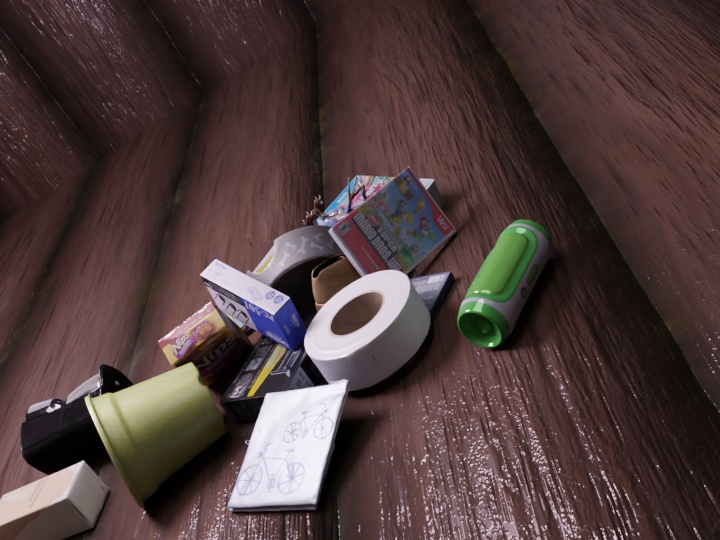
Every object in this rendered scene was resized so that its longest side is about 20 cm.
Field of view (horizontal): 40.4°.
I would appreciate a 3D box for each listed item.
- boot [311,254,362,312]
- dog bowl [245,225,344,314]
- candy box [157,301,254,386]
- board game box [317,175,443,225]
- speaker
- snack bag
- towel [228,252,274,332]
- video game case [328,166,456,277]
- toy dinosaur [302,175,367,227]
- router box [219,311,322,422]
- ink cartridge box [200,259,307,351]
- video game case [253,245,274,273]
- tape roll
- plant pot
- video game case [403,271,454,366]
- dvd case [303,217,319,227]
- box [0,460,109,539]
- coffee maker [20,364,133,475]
[{"bbox_3d":[0.000,0.000,1.683,0.198,0.077,0.073,-26,17,-32],"label":"boot"},{"bbox_3d":[-0.103,0.011,1.730,0.198,0.200,0.059,-33,59,4],"label":"dog bowl"},{"bbox_3d":[-0.267,0.134,1.724,0.116,0.200,0.057,-36,70,-2],"label":"candy box"},{"bbox_3d":[0.037,-0.109,1.855,0.197,0.065,0.148,7,46,42],"label":"board game box"},{"bbox_3d":[0.214,0.017,1.443,0.087,0.089,0.201,-8,37,43],"label":"speaker"},{"bbox_3d":[-0.104,0.259,1.446,0.186,0.021,0.203,-15,47,39],"label":"snack bag"},{"bbox_3d":[-0.211,0.052,1.928,0.200,0.023,0.144,-43,32,1],"label":"towel"},{"bbox_3d":[0.058,-0.068,1.687,0.199,0.144,0.017,-39,3,-26],"label":"video game case"},{"bbox_3d":[-0.004,-0.097,1.777,0.178,0.204,0.105,10,31,18],"label":"toy dinosaur"},{"bbox_3d":[-0.129,0.160,1.652,0.155,0.053,0.201,-13,34,39],"label":"router box"},{"bbox_3d":[-0.181,0.057,1.651,0.198,0.095,0.044,25,60,39],"label":"ink cartridge box"},{"bbox_3d":[-0.145,-0.011,1.995,0.198,0.022,0.183,-7,38,45],"label":"video game case"},{"bbox_3d":[0.010,0.093,1.539,0.200,0.071,0.204,-27,27,15],"label":"tape roll"},{"bbox_3d":[-0.325,0.253,1.607,0.182,0.204,0.200,-28,24,-14],"label":"plant pot"},{"bbox_3d":[0.060,0.083,1.594,0.141,0.019,0.201,-12,36,41],"label":"video game case"},{"bbox_3d":[-0.070,-0.045,1.919,0.144,0.022,0.200,-31,35,-5],"label":"dvd case"},{"bbox_3d":[-0.542,0.416,1.691,0.197,0.078,0.096,-25,26,20],"label":"box"},{"bbox_3d":[-0.524,0.296,1.808,0.197,0.136,0.193,-28,27,15],"label":"coffee maker"}]
